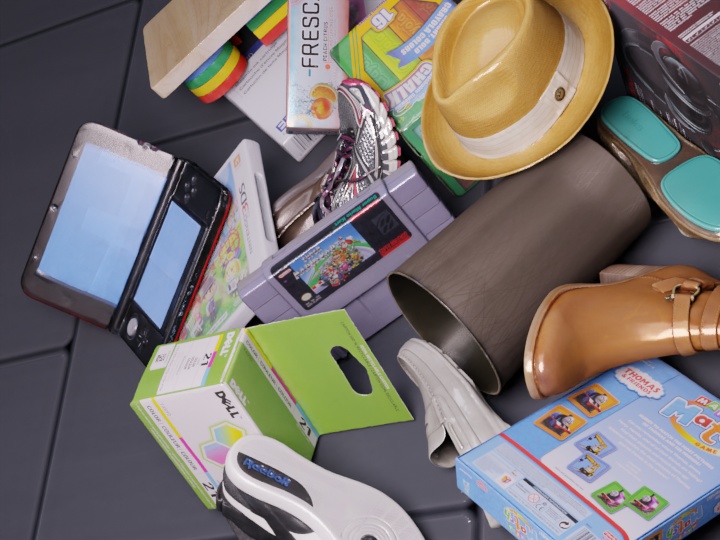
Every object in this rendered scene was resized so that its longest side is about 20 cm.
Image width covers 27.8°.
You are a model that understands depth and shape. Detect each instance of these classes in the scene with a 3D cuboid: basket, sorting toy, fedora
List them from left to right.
[{"bbox_3d":[-0.145,-0.282,1.627,0.199,0.070,0.200,-40,28,12],"label":"sorting toy"},{"bbox_3d":[0.116,-0.176,1.230,0.200,0.082,0.201,-20,54,30],"label":"fedora"},{"bbox_3d":[0.140,-0.013,1.241,0.200,0.180,0.136,-43,77,-11],"label":"basket"}]

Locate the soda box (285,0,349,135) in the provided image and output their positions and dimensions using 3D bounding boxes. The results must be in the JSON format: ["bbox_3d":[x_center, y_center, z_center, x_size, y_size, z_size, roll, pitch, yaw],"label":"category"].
[{"bbox_3d":[-0.044,-0.240,1.478,0.063,0.068,0.201,2,89,-3],"label":"soda box"}]

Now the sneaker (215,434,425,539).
[{"bbox_3d":[-0.033,0.227,1.253,0.200,0.112,0.073,33,51,11],"label":"sneaker"}]

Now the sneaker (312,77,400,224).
[{"bbox_3d":[-0.007,-0.077,1.348,0.074,0.201,0.081,-6,16,-19],"label":"sneaker"}]

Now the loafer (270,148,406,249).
[{"bbox_3d":[-0.029,-0.058,1.428,0.200,0.073,0.071,-50,48,-2],"label":"loafer"}]

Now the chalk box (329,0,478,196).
[{"bbox_3d":[0.085,-0.168,1.390,0.125,0.124,0.200,-43,47,4],"label":"chalk box"}]

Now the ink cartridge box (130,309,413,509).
[{"bbox_3d":[-0.077,0.123,1.281,0.199,0.148,0.076,-13,36,27],"label":"ink cartridge box"}]

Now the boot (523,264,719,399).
[{"bbox_3d":[0.232,0.052,1.135,0.155,0.077,0.200,9,22,38],"label":"boot"}]

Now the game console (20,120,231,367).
[{"bbox_3d":[-0.241,-0.026,1.474,0.172,0.118,0.201,37,107,56],"label":"game console"}]

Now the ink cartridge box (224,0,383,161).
[{"bbox_3d":[-0.058,-0.241,1.591,0.196,0.043,0.200,-47,48,-1],"label":"ink cartridge box"}]

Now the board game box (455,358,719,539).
[{"bbox_3d":[0.196,0.148,1.103,0.199,0.037,0.151,-27,41,-25],"label":"board game box"}]

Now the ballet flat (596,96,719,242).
[{"bbox_3d":[0.269,-0.072,1.238,0.068,0.072,0.200,-31,46,-9],"label":"ballet flat"}]

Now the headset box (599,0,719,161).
[{"bbox_3d":[0.288,-0.172,1.233,0.077,0.149,0.200,-36,47,-7],"label":"headset box"}]

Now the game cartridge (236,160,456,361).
[{"bbox_3d":[0.000,0.000,1.332,0.200,0.130,0.038,-35,40,10],"label":"game cartridge"}]

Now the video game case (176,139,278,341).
[{"bbox_3d":[-0.148,-0.002,1.452,0.200,0.022,0.183,-47,40,36],"label":"video game case"}]

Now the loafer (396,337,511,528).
[{"bbox_3d":[0.082,0.134,1.231,0.070,0.070,0.200,-37,47,-4],"label":"loafer"}]
